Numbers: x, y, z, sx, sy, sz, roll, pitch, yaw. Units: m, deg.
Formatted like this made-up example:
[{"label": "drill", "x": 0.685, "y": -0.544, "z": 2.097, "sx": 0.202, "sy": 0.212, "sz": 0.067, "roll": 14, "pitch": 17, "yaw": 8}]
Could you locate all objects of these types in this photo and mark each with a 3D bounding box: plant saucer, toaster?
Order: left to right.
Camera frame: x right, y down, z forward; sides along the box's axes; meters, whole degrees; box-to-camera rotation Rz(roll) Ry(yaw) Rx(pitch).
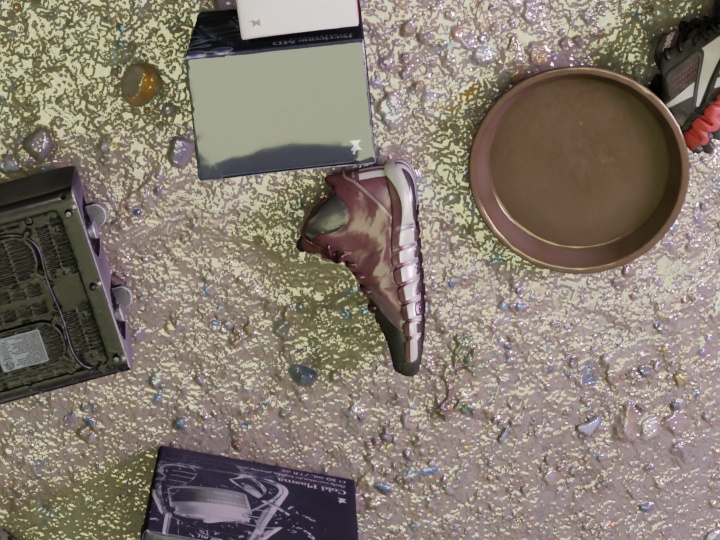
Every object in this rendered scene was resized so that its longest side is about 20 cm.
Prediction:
[{"label": "toaster", "x": -0.314, "y": 0.021, "z": 1.641, "sx": 0.199, "sy": 0.119, "sz": 0.182, "roll": -16, "pitch": 107, "yaw": 3}, {"label": "plant saucer", "x": 0.198, "y": -0.093, "z": 1.649, "sx": 0.199, "sy": 0.030, "sz": 0.201, "roll": 4, "pitch": 115, "yaw": 8}]

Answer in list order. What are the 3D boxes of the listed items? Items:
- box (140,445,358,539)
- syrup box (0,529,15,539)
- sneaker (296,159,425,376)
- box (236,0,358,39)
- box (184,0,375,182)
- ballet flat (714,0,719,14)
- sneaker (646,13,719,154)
[{"label": "box", "x": -0.108, "y": 0.269, "z": 1.689, "sx": 0.199, "sy": 0.197, "sz": 0.125, "roll": 11, "pitch": 108, "yaw": -6}, {"label": "syrup box", "x": -0.306, "y": 0.355, "z": 1.772, "sx": 0.200, "sy": 0.081, "sz": 0.079, "roll": 43, "pitch": 101, "yaw": -15}, {"label": "sneaker", "x": 0.000, "y": 0.000, "z": 1.675, "sx": 0.115, "sy": 0.076, "sz": 0.201, "roll": -3, "pitch": 98, "yaw": 5}, {"label": "box", "x": -0.057, "y": -0.276, "z": 1.508, "sx": 0.097, "sy": 0.200, "sz": 0.125, "roll": -6, "pitch": 109, "yaw": 1}, {"label": "box", "x": -0.066, "y": -0.158, "z": 1.547, "sx": 0.147, "sy": 0.200, "sz": 0.108, "roll": -6, "pitch": 109, "yaw": 0}, {"label": "ballet flat", "x": 0.355, "y": -0.278, "z": 1.588, "sx": 0.068, "sy": 0.068, "sz": 0.201, "roll": 8, "pitch": 108, "yaw": -4}, {"label": "sneaker", "x": 0.313, "y": -0.193, "z": 1.586, "sx": 0.098, "sy": 0.071, "sz": 0.201, "roll": 35, "pitch": 137, "yaw": 4}]
